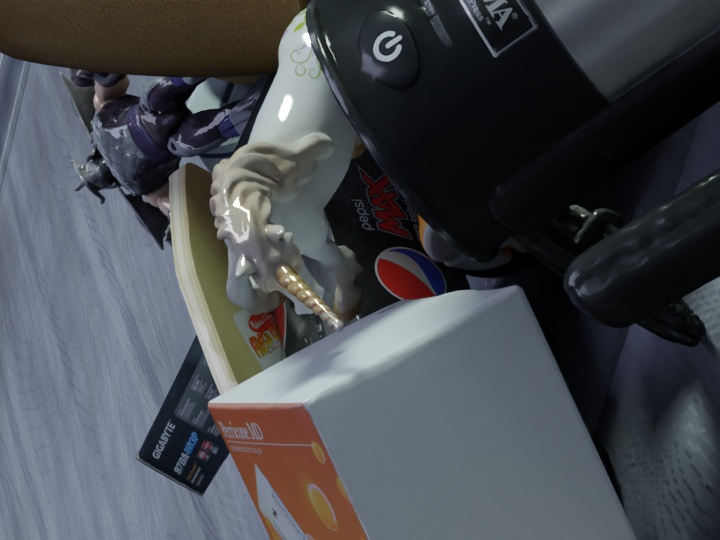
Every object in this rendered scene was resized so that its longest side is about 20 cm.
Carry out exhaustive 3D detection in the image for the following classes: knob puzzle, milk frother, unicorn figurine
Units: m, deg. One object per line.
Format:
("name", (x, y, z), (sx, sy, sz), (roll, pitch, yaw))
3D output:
("knob puzzle", (-0.036, 0.044, 1.140), (0.030, 0.220, 0.221), (-31, 41, 17))
("milk frother", (0.115, -0.077, 0.941), (0.187, 0.200, 0.181), (-34, 81, 16))
("unicorn figurine", (-0.020, -0.036, 0.989), (0.138, 0.073, 0.202), (68, -155, -60))

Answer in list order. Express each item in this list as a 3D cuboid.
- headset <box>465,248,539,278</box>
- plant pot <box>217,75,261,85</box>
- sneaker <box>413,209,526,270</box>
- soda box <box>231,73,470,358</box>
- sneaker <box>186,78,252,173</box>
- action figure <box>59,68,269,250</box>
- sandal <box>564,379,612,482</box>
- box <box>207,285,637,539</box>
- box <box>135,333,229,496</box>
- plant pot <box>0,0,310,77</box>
("headset", (0.058, -0.033, 1.182), (0.201, 0.093, 0.123), (-65, 27, 4))
("plant pot", (-0.019, -0.192, 1.393), (0.201, 0.092, 0.203), (-164, 90, -71))
("sneaker", (0.079, -0.095, 1.054), (0.200, 0.078, 0.078), (-50, 39, 24))
("soda box", (0.000, 0.000, 1.115), (0.201, 0.063, 0.071), (-107, 34, -40))
("sneaker", (-0.059, -0.096, 1.468), (0.200, 0.072, 0.071), (-66, -35, -60))
("action figure", (-0.101, -0.081, 1.337), (0.200, 0.130, 0.069), (-29, 13, 48))
("sandal", (0.077, 0.095, 1.093), (0.201, 0.048, 0.076), (111, 160, -65))
("box", (0.040, 0.118, 0.956), (0.201, 0.097, 0.124), (65, 161, -6))
("box", (-0.043, 0.004, 1.358), (0.201, 0.046, 0.159), (-61, -1, 44))
("plant pot", (-0.066, -0.160, 1.112), (0.199, 0.186, 0.188), (22, 104, 41))
